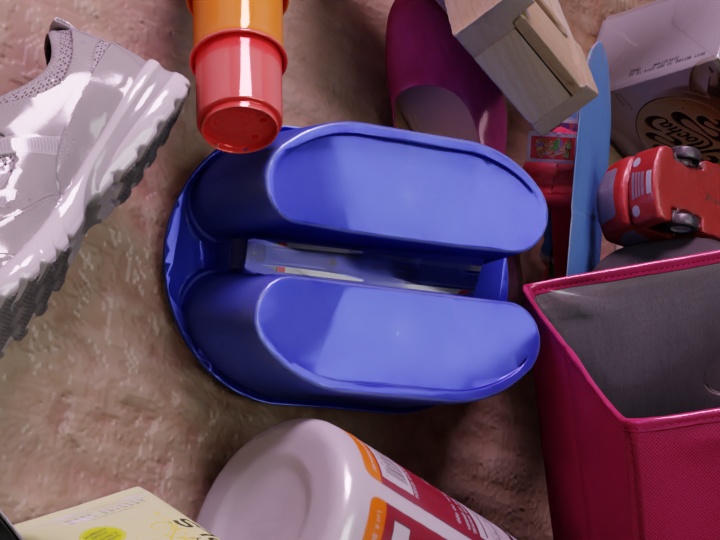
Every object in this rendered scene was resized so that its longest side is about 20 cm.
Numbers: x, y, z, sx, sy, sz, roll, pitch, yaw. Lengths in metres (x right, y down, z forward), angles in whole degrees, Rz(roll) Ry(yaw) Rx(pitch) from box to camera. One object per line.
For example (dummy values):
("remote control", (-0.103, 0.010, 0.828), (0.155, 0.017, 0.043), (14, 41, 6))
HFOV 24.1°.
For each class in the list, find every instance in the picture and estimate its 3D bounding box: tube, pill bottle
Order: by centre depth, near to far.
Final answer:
("tube", (-0.062, 0.142, 0.710), (0.052, 0.199, 0.058), (-54, 140, -12))
("pill bottle", (0.020, 0.163, 0.832), (0.200, 0.112, 0.114), (35, 58, -34))

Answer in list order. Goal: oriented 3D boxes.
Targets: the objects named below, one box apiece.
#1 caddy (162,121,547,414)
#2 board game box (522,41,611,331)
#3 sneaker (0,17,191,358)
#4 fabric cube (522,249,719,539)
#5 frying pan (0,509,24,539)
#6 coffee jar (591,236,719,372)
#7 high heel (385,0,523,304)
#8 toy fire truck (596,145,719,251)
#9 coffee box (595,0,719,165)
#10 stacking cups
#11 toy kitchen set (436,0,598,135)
("caddy", (0.000, 0.000, 0.853), (0.198, 0.105, 0.143), (8, 84, -27))
("board game box", (0.118, -0.035, 1.001), (0.158, 0.039, 0.202), (2, 93, -76))
("sneaker", (-0.159, -0.030, 0.745), (0.082, 0.075, 0.201), (34, 56, 0))
("fabric cube", (0.203, 0.114, 0.849), (0.194, 0.200, 0.201), (-8, 109, -5))
("frying pan", (-0.162, 0.108, 0.705), (0.031, 0.191, 0.115), (-40, 66, -19))
("coffee jar", (0.215, 0.047, 1.031), (0.200, 0.104, 0.086), (32, 58, -52))
("high heel", (0.038, -0.050, 0.934), (0.096, 0.067, 0.202), (-35, 119, -54))
("toy fire truck", (0.209, -0.020, 1.057), (0.199, 0.141, 0.049), (14, 71, -33))
("coffee box", (0.252, -0.090, 1.123), (0.200, 0.112, 0.080), (43, 54, -30))
("stacking cups", (-0.065, -0.149, 0.823), (0.060, 0.060, 0.201), (29, 47, -37))
("toy kitchen set", (0.101, -0.223, 0.906), (0.163, 0.180, 0.201), (44, 21, -29))
